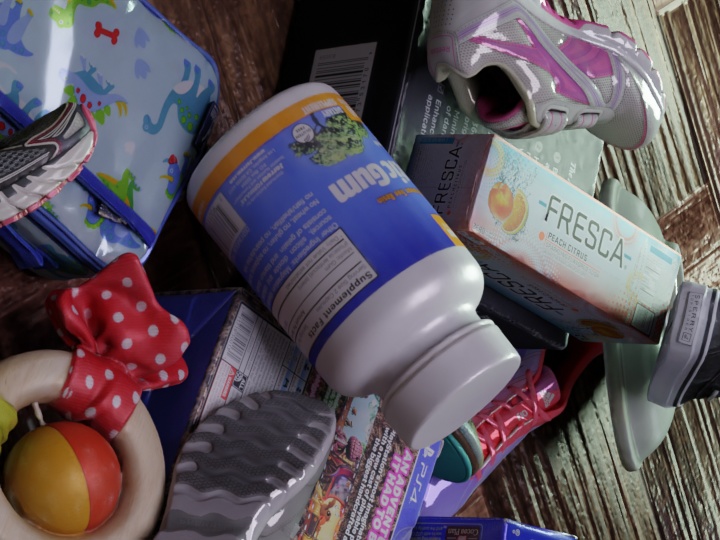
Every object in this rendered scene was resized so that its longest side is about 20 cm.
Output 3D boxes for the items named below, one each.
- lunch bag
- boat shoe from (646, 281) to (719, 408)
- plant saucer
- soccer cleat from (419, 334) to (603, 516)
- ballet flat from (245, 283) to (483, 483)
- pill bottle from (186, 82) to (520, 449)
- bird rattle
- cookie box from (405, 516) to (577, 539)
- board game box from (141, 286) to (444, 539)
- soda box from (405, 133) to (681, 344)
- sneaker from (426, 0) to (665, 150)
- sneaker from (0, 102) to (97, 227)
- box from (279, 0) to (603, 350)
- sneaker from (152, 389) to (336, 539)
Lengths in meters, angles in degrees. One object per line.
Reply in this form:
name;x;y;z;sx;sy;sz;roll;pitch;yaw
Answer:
lunch bag;-0.178;-0.096;1.586;0.200;0.082;0.161;45;60;-34
boat shoe;0.222;0.055;1.766;0.200;0.070;0.073;63;43;-82
plant saucer;0.197;0.035;1.927;0.200;0.050;0.202;-5;90;-81
soccer cleat;0.090;0.095;1.860;0.200;0.076;0.067;-49;121;-37
ballet flat;0.007;0.057;1.768;0.199;0.069;0.072;34;55;-24
pill bottle;0.000;0.000;1.610;0.112;0.112;0.200;-24;68;-45
bird rattle;-0.170;0.091;1.541;0.199;0.112;0.164;-15;84;-45
cookie box;0.041;0.256;1.731;0.075;0.170;0.202;17;76;-41
board game box;-0.066;0.128;1.677;0.200;0.096;0.160;39;61;-38
soda box;0.110;-0.017;1.727;0.200;0.068;0.064;30;70;-43
sneaker;0.105;-0.116;1.726;0.199;0.081;0.089;30;69;-33
sneaker;-0.232;-0.046;1.471;0.199;0.081;0.075;-21;100;-9
box;0.048;-0.071;1.797;0.199;0.117;0.198;26;70;-42
sneaker;-0.075;0.150;1.562;0.200;0.074;0.082;-56;155;-35
